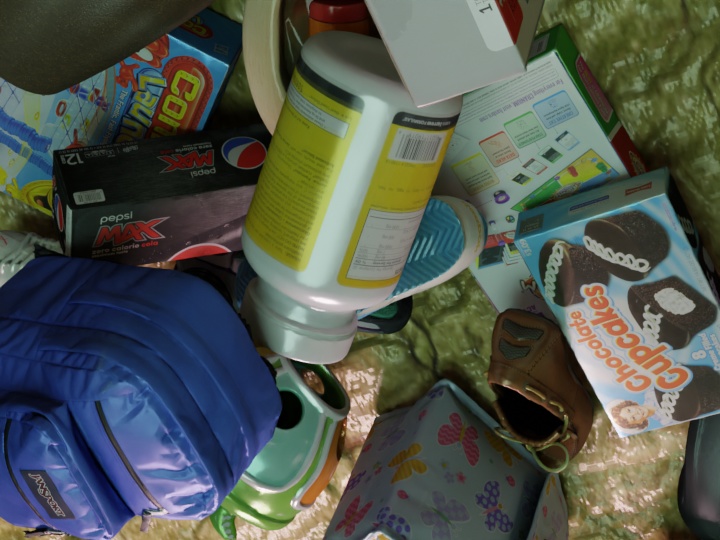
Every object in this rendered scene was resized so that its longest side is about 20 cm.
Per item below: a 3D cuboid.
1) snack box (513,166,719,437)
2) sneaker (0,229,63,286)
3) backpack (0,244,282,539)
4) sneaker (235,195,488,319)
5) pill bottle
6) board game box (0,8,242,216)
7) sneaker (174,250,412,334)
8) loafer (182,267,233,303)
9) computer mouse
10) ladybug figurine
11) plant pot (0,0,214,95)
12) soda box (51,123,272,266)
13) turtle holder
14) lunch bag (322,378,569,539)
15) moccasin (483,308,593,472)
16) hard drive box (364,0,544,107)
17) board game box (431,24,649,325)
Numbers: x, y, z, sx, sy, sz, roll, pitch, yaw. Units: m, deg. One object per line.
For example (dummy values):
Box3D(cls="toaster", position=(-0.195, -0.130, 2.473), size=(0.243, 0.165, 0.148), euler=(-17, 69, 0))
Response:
Box3D(cls="snack box", position=(0.203, 0.028, 1.185), size=(0.115, 0.037, 0.201), euler=(-17, 122, 25))
Box3D(cls="sneaker", position=(-0.252, 0.005, 1.290), size=(0.099, 0.078, 0.200), euler=(45, 149, -5))
Box3D(cls="backpack", position=(-0.160, 0.094, 1.088), size=(0.198, 0.169, 0.163), euler=(0, 134, 37))
Box3D(cls="sneaker", position=(0.000, 0.000, 1.191), size=(0.198, 0.081, 0.078), euler=(-16, 87, 26))
Box3D(cls="pill bottle", position=(-0.014, -0.046, 1.082), size=(0.111, 0.112, 0.202), euler=(21, 111, 0))
Box3D(cls="board game box", position=(-0.209, -0.133, 1.226), size=(0.194, 0.056, 0.201), euler=(26, 126, -3))
Box3D(cls="sneaker", position=(-0.054, 0.008, 1.286), size=(0.198, 0.075, 0.088), euler=(24, 145, 6))
Box3D(cls="loafer", position=(-0.185, 0.075, 1.246), size=(0.199, 0.072, 0.073), euler=(-39, 107, 13))
Box3D(cls="computer mouse", position=(0.289, 0.149, 1.286), size=(0.137, 0.053, 0.202), euler=(2, 124, 12))
Box3D(cls="ladybug figurine", position=(-0.013, -0.163, 1.135), size=(0.134, 0.072, 0.202), euler=(5, 119, 1))
Box3D(cls="plant pot", position=(-0.170, -0.214, 1.064), size=(0.186, 0.188, 0.200), euler=(40, 117, -13))
Box3D(cls="soda box", position=(-0.120, -0.054, 1.188), size=(0.197, 0.064, 0.071), euler=(-9, 138, -19))
Box3D(cls="turtle holder", position=(-0.090, 0.110, 1.328), size=(0.132, 0.140, 0.186), euler=(-42, 66, 19))
Box3D(cls="lunch bag", position=(0.086, 0.217, 1.312), size=(0.200, 0.170, 0.127), euler=(44, 134, -16))
Box3D(cls="moccasin", position=(0.134, 0.104, 1.245), size=(0.073, 0.078, 0.202), euler=(19, 161, 18))
Box3D(cls="hard drive box", position=(0.053, -0.220, 1.006), size=(0.076, 0.201, 0.157), euler=(-15, 119, 24))
Box3D(cls="board game box", position=(0.129, -0.058, 1.196), size=(0.152, 0.040, 0.201), euler=(-23, 115, 27))
